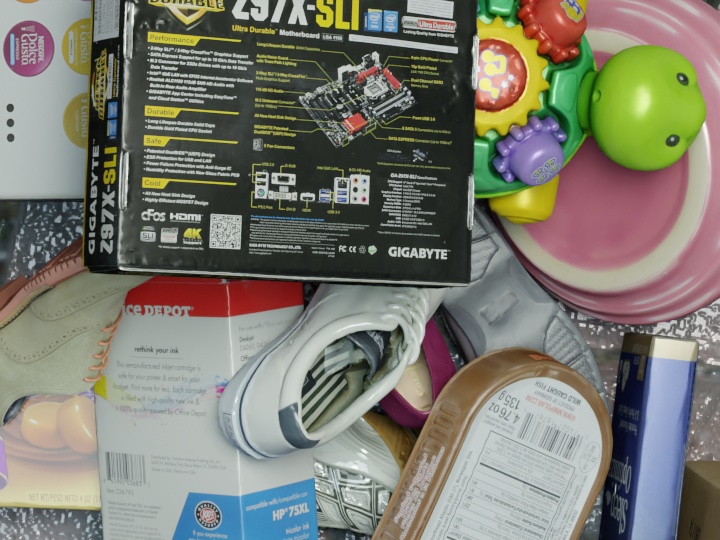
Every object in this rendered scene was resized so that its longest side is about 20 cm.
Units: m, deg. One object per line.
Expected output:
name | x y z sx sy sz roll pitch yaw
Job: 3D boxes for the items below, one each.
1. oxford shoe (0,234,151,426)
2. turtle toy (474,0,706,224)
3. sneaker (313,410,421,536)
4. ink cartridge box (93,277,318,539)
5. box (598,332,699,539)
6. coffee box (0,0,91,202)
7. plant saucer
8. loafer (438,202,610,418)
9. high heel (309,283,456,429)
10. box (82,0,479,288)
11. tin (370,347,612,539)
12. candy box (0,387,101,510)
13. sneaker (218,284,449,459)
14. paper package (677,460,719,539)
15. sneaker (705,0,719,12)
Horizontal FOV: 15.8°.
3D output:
oxford shoe | -0.154 0.024 1.446 0.200 0.071 0.074 -29 97 39
turtle toy | 0.088 -0.100 1.412 0.199 0.101 0.146 9 89 -5
sneaker | -0.004 0.127 1.540 0.200 0.076 0.088 37 111 -3
ink cartridge box | -0.091 0.060 1.472 0.116 0.067 0.201 1 96 41
box | 0.163 0.137 1.508 0.032 0.121 0.201 5 89 -2
coffee box | -0.104 -0.138 1.443 0.197 0.200 0.200 0 90 17
plant saucer | 0.146 -0.066 1.491 0.200 0.051 0.201 8 104 35
loafer | 0.087 0.035 1.541 0.072 0.063 0.200 -31 99 0
high heel | 0.000 0.000 1.518 0.067 0.096 0.200 -33 90 0
box | -0.037 -0.074 1.298 0.200 0.049 0.160 2 87 -27
tin | 0.072 0.142 1.479 0.112 0.042 0.200 25 89 -25
candy box | -0.235 0.080 1.534 0.199 0.056 0.117 3 89 -3
sneaker | 0.008 0.033 1.430 0.200 0.071 0.073 -50 123 -28
paper package | 0.230 0.210 1.469 0.103 0.200 0.191 10 90 -1
sneaker | 0.219 -0.125 1.518 0.200 0.071 0.098 -27 56 33
